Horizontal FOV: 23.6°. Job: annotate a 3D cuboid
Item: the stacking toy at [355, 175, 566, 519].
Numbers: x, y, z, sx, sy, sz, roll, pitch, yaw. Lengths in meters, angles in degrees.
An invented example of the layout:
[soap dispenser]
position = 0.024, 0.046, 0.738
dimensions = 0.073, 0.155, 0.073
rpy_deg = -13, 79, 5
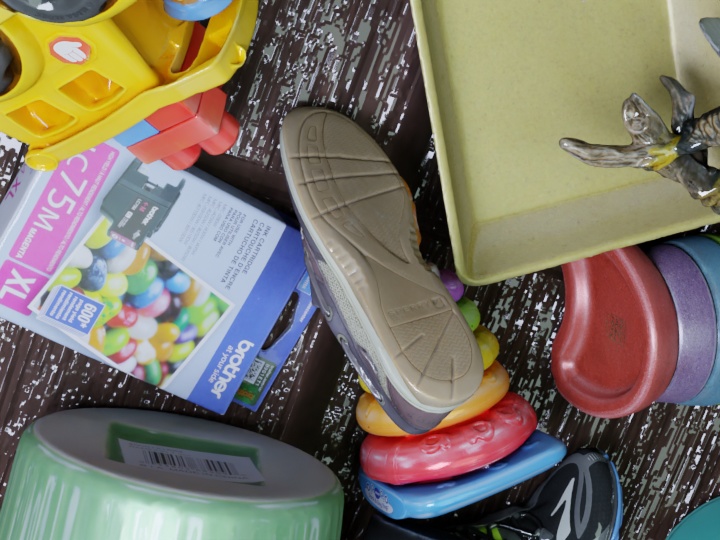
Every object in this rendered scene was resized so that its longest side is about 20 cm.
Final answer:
[stacking toy]
position = 0.034, 0.036, 1.013
dimensions = 0.110, 0.116, 0.200
rpy_deg = -19, 103, -17

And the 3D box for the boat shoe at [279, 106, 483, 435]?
[boat shoe]
position = 0.000, 0.000, 0.947
dimensions = 0.072, 0.200, 0.065
rpy_deg = -11, 151, -35

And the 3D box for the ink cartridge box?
[ink cartridge box]
position = -0.109, 0.002, 0.971
dimensions = 0.200, 0.042, 0.119
rpy_deg = 27, 98, -28

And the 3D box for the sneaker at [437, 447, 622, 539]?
[sneaker]
position = 0.086, 0.187, 1.092
dimensions = 0.200, 0.071, 0.083
rpy_deg = -42, 124, 1

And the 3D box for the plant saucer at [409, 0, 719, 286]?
[plant saucer]
position = 0.125, -0.111, 1.004
dimensions = 0.200, 0.048, 0.200
rpy_deg = -14, 105, -15

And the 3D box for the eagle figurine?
[eagle figurine]
position = 0.235, -0.067, 0.911
dimensions = 0.152, 0.200, 0.151
rpy_deg = -31, 101, -33

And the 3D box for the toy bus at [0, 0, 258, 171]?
[toy bus]
position = -0.116, -0.129, 0.830
dimensions = 0.200, 0.136, 0.192
rpy_deg = -22, 133, 38

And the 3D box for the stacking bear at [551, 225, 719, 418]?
[stacking bear]
position = 0.235, 0.027, 1.077
dimensions = 0.200, 0.114, 0.122
rpy_deg = -6, 111, -24

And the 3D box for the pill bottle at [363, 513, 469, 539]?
[pill bottle]
position = 0.017, 0.251, 1.011
dimensions = 0.112, 0.112, 0.200
rpy_deg = 19, 86, -26

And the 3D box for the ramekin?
[ramekin]
position = -0.103, 0.144, 0.939
dimensions = 0.200, 0.200, 0.098
rpy_deg = 9, 98, -23

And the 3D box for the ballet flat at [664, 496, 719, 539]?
[ballet flat]
position = 0.297, 0.171, 1.173
dimensions = 0.200, 0.069, 0.063
rpy_deg = -26, 130, -9
